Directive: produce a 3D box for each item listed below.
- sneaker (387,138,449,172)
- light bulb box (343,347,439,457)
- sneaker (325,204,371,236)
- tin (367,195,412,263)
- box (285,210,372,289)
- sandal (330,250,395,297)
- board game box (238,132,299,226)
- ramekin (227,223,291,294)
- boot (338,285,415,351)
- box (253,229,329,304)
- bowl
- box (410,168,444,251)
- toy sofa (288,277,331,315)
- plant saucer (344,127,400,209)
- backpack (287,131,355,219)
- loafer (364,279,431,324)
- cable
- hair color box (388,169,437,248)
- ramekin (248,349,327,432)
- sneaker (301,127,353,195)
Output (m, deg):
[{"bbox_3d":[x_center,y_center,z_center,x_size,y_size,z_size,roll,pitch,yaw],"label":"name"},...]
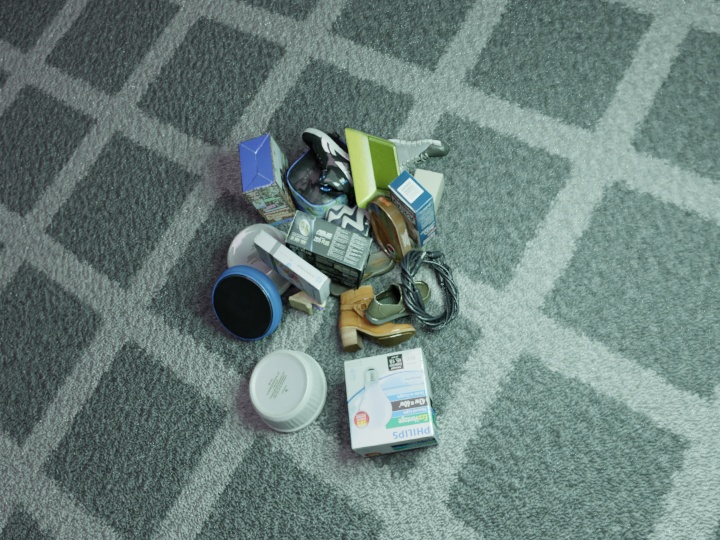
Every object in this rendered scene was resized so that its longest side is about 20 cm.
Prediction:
[{"bbox_3d":[0.145,-0.294,1.727,0.195,0.075,0.119,6,75,28],"label":"sneaker"},{"bbox_3d":[0.072,0.310,1.474,0.193,0.125,0.205,-12,65,10],"label":"light bulb box"},{"bbox_3d":[0.014,-0.116,1.660,0.194,0.080,0.132,-10,63,-24],"label":"sneaker"},{"bbox_3d":[0.075,-0.101,1.568,0.041,0.202,0.112,-35,50,-14],"label":"tin"},{"bbox_3d":[-0.078,-0.048,1.553,0.195,0.164,0.088,20,73,4],"label":"box"},{"bbox_3d":[0.000,0.000,1.653,0.195,0.055,0.083,-22,66,5],"label":"sandal"},{"bbox_3d":[-0.248,-0.245,1.735,0.094,0.201,0.164,-14,65,10],"label":"board game box"},{"bbox_3d":[-0.270,-0.031,1.708,0.196,0.094,0.208,-5,67,13],"label":"ramekin"},{"bbox_3d":[0.037,0.111,1.593,0.194,0.074,0.158,-8,61,6],"label":"boot"},{"bbox_3d":[-0.165,-0.005,1.541,0.198,0.156,0.042,35,76,8],"label":"box"},{"bbox_3d":[-0.298,0.088,1.637,0.195,0.039,0.206,8,115,18],"label":"bowl"},{"bbox_3d":[0.158,-0.159,1.665,0.080,0.069,0.205,15,73,18],"label":"box"},{"bbox_3d":[-0.113,0.011,1.662,0.095,0.083,0.205,16,73,2],"label":"toy sofa"},{"bbox_3d":[0.049,-0.259,1.616,0.047,0.198,0.206,-13,83,33],"label":"plant saucer"},{"bbox_3d":[-0.090,-0.238,1.715,0.199,0.148,0.183,-41,70,-16],"label":"backpack"},{"bbox_3d":[0.101,0.069,1.553,0.197,0.071,0.075,-24,54,-32],"label":"loafer"},{"bbox_3d":[0.170,0.044,1.548,0.050,0.160,0.206,-28,62,51],"label":"cable"},{"bbox_3d":[0.128,-0.143,1.519,0.060,0.201,0.100,-40,67,-7],"label":"hair color box"},{"bbox_3d":[-0.187,0.292,1.568,0.196,0.094,0.208,-5,68,13],"label":"ramekin"},{"bbox_3d":[-0.096,-0.272,1.610,0.198,0.073,0.112,37,73,12],"label":"sneaker"}]
